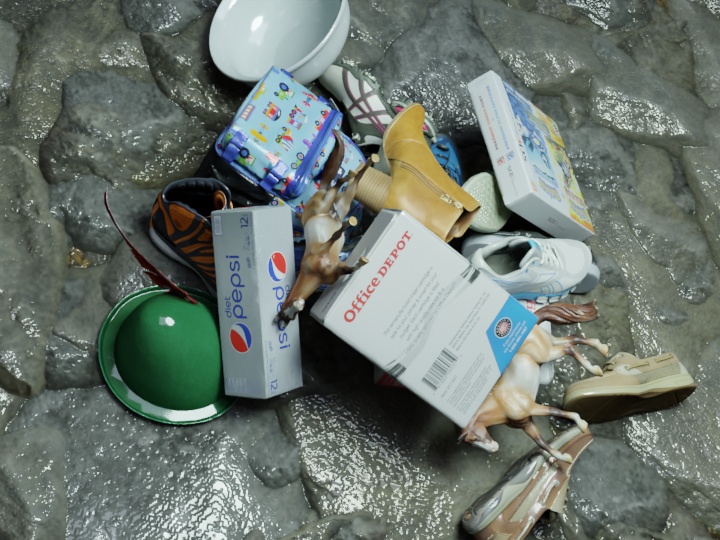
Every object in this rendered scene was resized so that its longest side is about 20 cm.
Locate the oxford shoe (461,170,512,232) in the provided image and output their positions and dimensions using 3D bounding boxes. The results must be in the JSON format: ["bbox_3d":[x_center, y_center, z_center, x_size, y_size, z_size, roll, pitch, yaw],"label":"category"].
[{"bbox_3d":[0.156,-0.090,1.428,0.200,0.057,0.077,-31,113,-62],"label":"oxford shoe"}]

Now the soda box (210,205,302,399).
[{"bbox_3d":[-0.112,0.033,1.223,0.068,0.063,0.204,-13,100,-54],"label":"soda box"}]

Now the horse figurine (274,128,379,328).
[{"bbox_3d":[-0.032,-0.048,1.202,0.049,0.132,0.203,20,55,-25],"label":"horse figurine"}]

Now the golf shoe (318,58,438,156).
[{"bbox_3d":[0.006,-0.204,1.461,0.199,0.077,0.089,38,89,24],"label":"golf shoe"}]

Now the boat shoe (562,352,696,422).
[{"bbox_3d":[0.325,0.140,1.397,0.197,0.072,0.065,-2,56,-31],"label":"boat shoe"}]

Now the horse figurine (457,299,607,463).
[{"bbox_3d":[0.199,0.120,1.257,0.131,0.050,0.203,20,83,6],"label":"horse figurine"}]

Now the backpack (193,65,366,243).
[{"bbox_3d":[-0.074,-0.116,1.343,0.199,0.135,0.183,37,50,-5],"label":"backpack"}]

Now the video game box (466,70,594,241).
[{"bbox_3d":[0.223,-0.142,1.465,0.199,0.046,0.185,22,49,-53],"label":"video game box"}]

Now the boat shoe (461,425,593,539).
[{"bbox_3d":[0.200,0.252,1.285,0.199,0.076,0.072,-36,85,-26],"label":"boat shoe"}]

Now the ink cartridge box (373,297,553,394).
[{"bbox_3d":[0.121,0.071,1.345,0.197,0.084,0.147,10,59,-14],"label":"ink cartridge box"}]

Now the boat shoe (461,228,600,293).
[{"bbox_3d":[0.217,-0.020,1.448,0.197,0.069,0.057,14,54,-20],"label":"boat shoe"}]

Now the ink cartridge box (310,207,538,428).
[{"bbox_3d":[0.067,0.048,1.212,0.199,0.084,0.147,38,87,-14],"label":"ink cartridge box"}]

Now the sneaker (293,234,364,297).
[{"bbox_3d":[0.000,0.000,1.284,0.196,0.075,0.080,-5,97,4],"label":"sneaker"}]

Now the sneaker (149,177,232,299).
[{"bbox_3d":[-0.152,-0.029,1.281,0.198,0.112,0.078,31,56,-2],"label":"sneaker"}]

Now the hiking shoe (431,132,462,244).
[{"bbox_3d":[0.105,-0.101,1.434,0.073,0.087,0.203,14,58,-12],"label":"hiking shoe"}]

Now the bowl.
[{"bbox_3d":[-0.090,-0.303,1.450,0.198,0.090,0.204,-13,58,22],"label":"bowl"}]

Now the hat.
[{"bbox_3d":[-0.191,0.050,1.181,0.197,0.176,0.168,11,59,-14],"label":"hat"}]

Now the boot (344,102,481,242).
[{"bbox_3d":[0.080,-0.109,1.328,0.143,0.071,0.202,28,45,7],"label":"boot"}]

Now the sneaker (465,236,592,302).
[{"bbox_3d":[0.200,-0.008,1.318,0.197,0.087,0.076,-13,64,-28],"label":"sneaker"}]
